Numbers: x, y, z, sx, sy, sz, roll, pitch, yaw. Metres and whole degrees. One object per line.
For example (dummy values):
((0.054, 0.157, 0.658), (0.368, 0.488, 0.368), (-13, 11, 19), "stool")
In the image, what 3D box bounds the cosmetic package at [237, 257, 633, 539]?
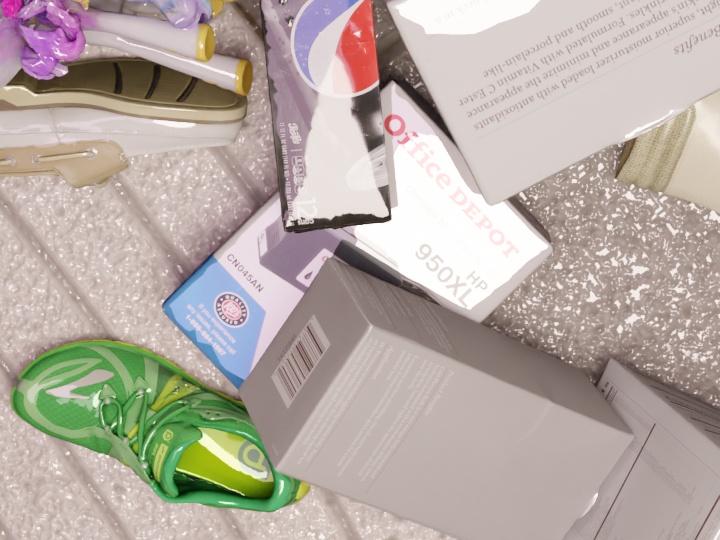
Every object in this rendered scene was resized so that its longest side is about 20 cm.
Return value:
((0.045, 0.085, 1.032), (0.199, 0.090, 0.107), (25, 107, -32), "cosmetic package")

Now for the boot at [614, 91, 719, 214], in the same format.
((0.255, -0.118, 1.080), (0.154, 0.072, 0.201), (24, 98, 3), "boot")

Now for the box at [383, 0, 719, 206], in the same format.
((0.119, -0.161, 1.005), (0.198, 0.200, 0.131), (-27, 110, 5), "box")

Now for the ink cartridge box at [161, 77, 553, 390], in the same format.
((0.000, 0.000, 1.100), (0.200, 0.084, 0.145), (-44, 93, 7), "ink cartridge box")

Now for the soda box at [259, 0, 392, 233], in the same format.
((-0.023, -0.125, 1.008), (0.063, 0.071, 0.201), (-6, 97, -2), "soda box")

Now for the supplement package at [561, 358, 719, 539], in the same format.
((0.199, 0.147, 1.036), (0.109, 0.200, 0.114), (25, 99, -19), "supplement package")

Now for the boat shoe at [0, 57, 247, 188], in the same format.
((-0.169, -0.090, 1.113), (0.199, 0.075, 0.069), (4, 117, 1), "boat shoe")

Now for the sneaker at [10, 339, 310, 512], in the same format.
((-0.123, 0.098, 1.120), (0.199, 0.084, 0.074), (18, 98, 2), "sneaker")

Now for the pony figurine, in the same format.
((-0.173, -0.155, 1.032), (0.199, 0.193, 0.168), (9, 87, 9), "pony figurine")
